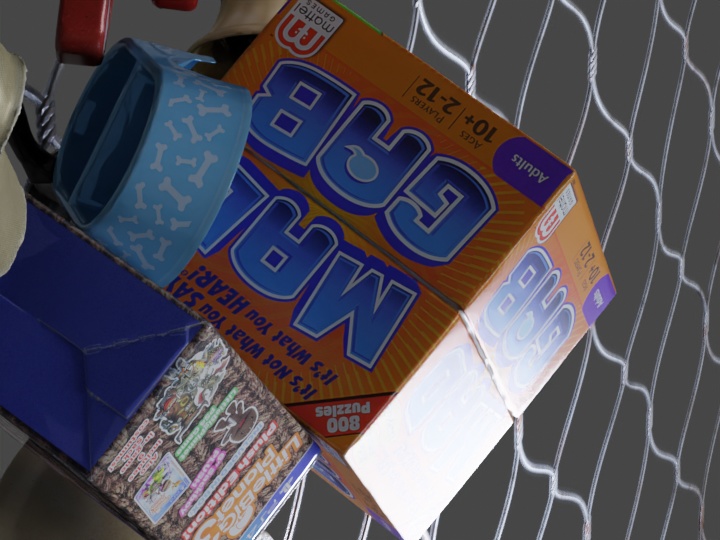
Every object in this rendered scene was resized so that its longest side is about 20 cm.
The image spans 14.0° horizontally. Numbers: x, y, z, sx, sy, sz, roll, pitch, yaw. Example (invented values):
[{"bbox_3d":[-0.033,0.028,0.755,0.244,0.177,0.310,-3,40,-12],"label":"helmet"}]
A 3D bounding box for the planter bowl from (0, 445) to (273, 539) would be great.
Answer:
[{"bbox_3d":[-0.124,0.197,1.666,0.200,0.134,0.201,8,90,-72],"label":"planter bowl"}]

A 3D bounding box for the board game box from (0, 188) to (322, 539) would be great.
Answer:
[{"bbox_3d":[-0.132,0.059,1.515,0.097,0.159,0.200,-52,154,-8],"label":"board game box"}]

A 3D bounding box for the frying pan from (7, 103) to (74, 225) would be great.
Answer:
[{"bbox_3d":[-0.165,-0.045,1.623,0.115,0.031,0.191,-53,148,-58],"label":"frying pan"}]

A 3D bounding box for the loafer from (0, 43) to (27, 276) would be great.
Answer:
[{"bbox_3d":[-0.186,-0.039,1.370,0.200,0.068,0.076,123,-30,-49],"label":"loafer"}]

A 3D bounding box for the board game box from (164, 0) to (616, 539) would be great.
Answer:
[{"bbox_3d":[0.000,0.000,1.682,0.200,0.200,0.200,-51,158,-8],"label":"board game box"}]

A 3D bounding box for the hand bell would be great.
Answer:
[{"bbox_3d":[-0.055,-0.203,1.830,0.104,0.104,0.201,65,24,-58],"label":"hand bell"}]

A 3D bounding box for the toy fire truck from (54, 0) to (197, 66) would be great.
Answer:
[{"bbox_3d":[-0.133,-0.206,1.548,0.168,0.111,0.201,135,-38,-85],"label":"toy fire truck"}]

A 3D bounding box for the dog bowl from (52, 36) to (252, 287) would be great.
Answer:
[{"bbox_3d":[-0.113,-0.062,1.520,0.112,0.049,0.200,-63,-162,7],"label":"dog bowl"}]
